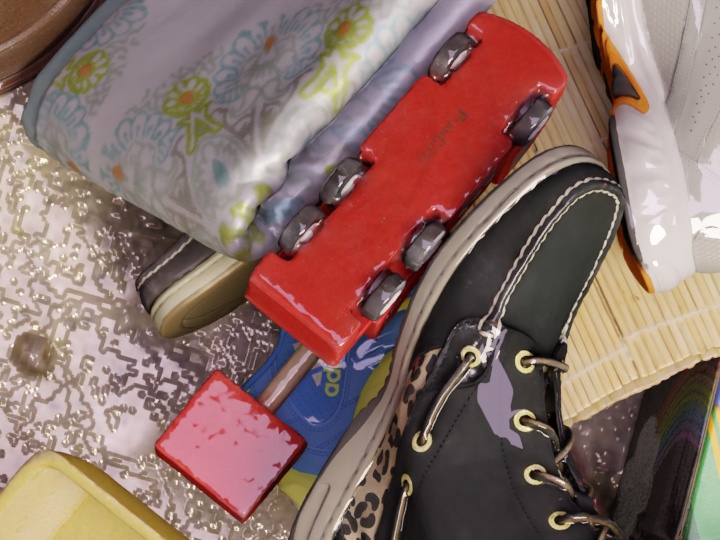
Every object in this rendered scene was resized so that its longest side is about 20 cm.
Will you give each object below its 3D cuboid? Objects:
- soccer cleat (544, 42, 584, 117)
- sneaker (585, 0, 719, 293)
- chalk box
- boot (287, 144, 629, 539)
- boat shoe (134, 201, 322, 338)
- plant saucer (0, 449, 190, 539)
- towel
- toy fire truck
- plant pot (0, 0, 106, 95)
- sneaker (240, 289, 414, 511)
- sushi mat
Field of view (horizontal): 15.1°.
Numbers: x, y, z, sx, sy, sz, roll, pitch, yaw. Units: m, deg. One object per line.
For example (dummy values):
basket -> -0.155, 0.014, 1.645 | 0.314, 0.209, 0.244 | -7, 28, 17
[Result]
soccer cleat -> 0.120, -0.091, 1.177 | 0.085, 0.069, 0.200 | 43, 69, -10
sneaker -> 0.138, -0.092, 1.072 | 0.092, 0.076, 0.200 | -7, 78, 2
chalk box -> 0.198, 0.039, 1.149 | 0.124, 0.124, 0.200 | 17, 83, -6
boot -> 0.074, 0.073, 0.999 | 0.154, 0.073, 0.204 | 40, 105, 37
boat shoe -> -0.027, -0.053, 1.154 | 0.201, 0.072, 0.066 | -41, 82, -18
plant saucer -> -0.090, 0.180, 1.085 | 0.200, 0.048, 0.200 | 39, 122, -3
towel -> -0.033, -0.105, 1.109 | 0.200, 0.171, 0.048 | -50, 125, -10
toy fire truck -> 0.000, 0.000, 1.068 | 0.049, 0.141, 0.200 | 38, 75, 6
plant pot -> -0.183, -0.176, 1.075 | 0.200, 0.198, 0.200 | 1, 84, -8
sneaker -> 0.026, 0.015, 1.149 | 0.105, 0.076, 0.200 | 43, 80, -2
sushi mat -> 0.077, -0.040, 1.107 | 0.096, 0.012, 0.200 | -24, 73, 5
